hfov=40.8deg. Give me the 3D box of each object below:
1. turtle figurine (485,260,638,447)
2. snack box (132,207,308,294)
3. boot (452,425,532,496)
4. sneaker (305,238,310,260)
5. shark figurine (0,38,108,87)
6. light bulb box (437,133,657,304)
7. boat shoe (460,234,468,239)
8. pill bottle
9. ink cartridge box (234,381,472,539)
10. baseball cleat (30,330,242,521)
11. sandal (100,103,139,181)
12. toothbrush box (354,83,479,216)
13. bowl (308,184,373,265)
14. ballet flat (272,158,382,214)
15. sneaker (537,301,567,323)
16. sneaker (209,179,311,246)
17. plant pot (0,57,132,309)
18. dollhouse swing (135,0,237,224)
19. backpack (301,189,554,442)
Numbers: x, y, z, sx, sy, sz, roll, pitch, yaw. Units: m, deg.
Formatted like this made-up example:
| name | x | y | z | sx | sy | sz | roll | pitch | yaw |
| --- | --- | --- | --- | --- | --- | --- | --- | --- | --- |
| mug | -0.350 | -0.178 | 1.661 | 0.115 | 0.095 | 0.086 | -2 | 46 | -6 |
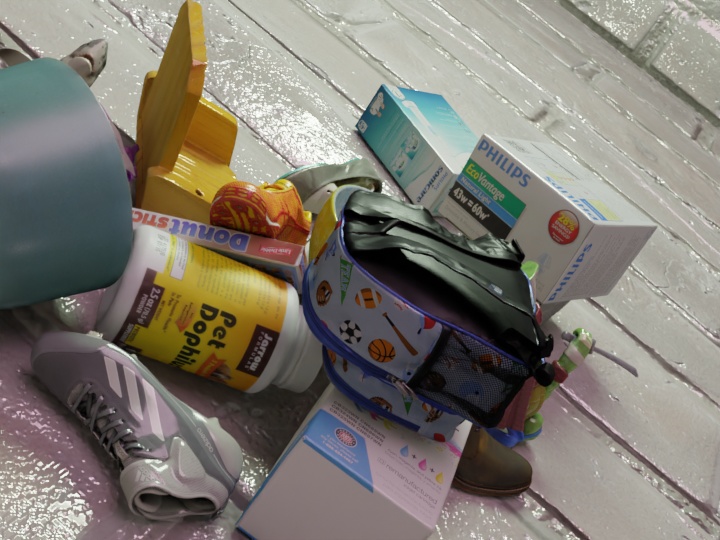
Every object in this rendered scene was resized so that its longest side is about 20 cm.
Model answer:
| name | x | y | z | sx | sy | sz | roll | pitch | yaw |
| --- | --- | --- | --- | --- | --- | --- | --- | --- | --- |
| turtle figurine | 0.184 | 0.078 | 1.105 | 0.199 | 0.196 | 0.143 | -30 | 24 | -26 |
| snack box | -0.148 | -0.021 | 0.929 | 0.197 | 0.072 | 0.025 | 13 | 67 | 7 |
| boot | 0.112 | 0.161 | 0.981 | 0.198 | 0.097 | 0.075 | 24 | 33 | -19 |
| sneaker | 0.000 | 0.000 | 1.128 | 0.116 | 0.076 | 0.200 | 46 | 42 | 7 |
| shark figurine | -0.380 | -0.196 | 1.027 | 0.211 | 0.130 | 0.090 | 6 | 12 | -13 |
| light bulb box | 0.243 | -0.068 | 1.259 | 0.198 | 0.126 | 0.199 | 44 | 27 | 29 |
| boat shoe | 0.131 | -0.012 | 1.268 | 0.072 | 0.063 | 0.200 | 38 | 30 | 7 |
| pill bottle | -0.131 | 0.043 | 0.888 | 0.198 | 0.110 | 0.110 | 23 | 33 | -20 |
| ink cartridge box | 0.006 | 0.162 | 0.846 | 0.128 | 0.126 | 0.200 | 35 | 31 | 0 |
| baseball cleat | -0.184 | 0.125 | 0.765 | 0.199 | 0.070 | 0.107 | 31 | 31 | -6 |
| sandal | -0.259 | -0.128 | 1.013 | 0.083 | 0.049 | 0.204 | 62 | 1 | -46 |
| toothbrush box | 0.109 | -0.177 | 1.450 | 0.145 | 0.086 | 0.201 | -2 | 46 | -47 |
| bowl | 0.012 | 0.023 | 0.993 | 0.199 | 0.108 | 0.201 | 38 | 24 | -20 |
| ballet flat | -0.034 | -0.102 | 1.228 | 0.064 | 0.067 | 0.199 | 51 | 34 | 12 |
| sneaker | 0.218 | 0.034 | 1.277 | 0.080 | 0.079 | 0.199 | 51 | 35 | 15 |
| sneaker | -0.097 | -0.060 | 0.949 | 0.072 | 0.078 | 0.200 | 12 | -8 | 10 |
| plant pot | -0.306 | -0.058 | 0.783 | 0.160 | 0.202 | 0.201 | -22 | 61 | -39 |
| dollhouse swing | -0.153 | -0.148 | 1.036 | 0.181 | 0.176 | 0.201 | 28 | 29 | -31 |
| backpack | 0.045 | 0.030 | 0.798 | 0.189 | 0.155 | 0.201 | 33 | 20 | -13 |
